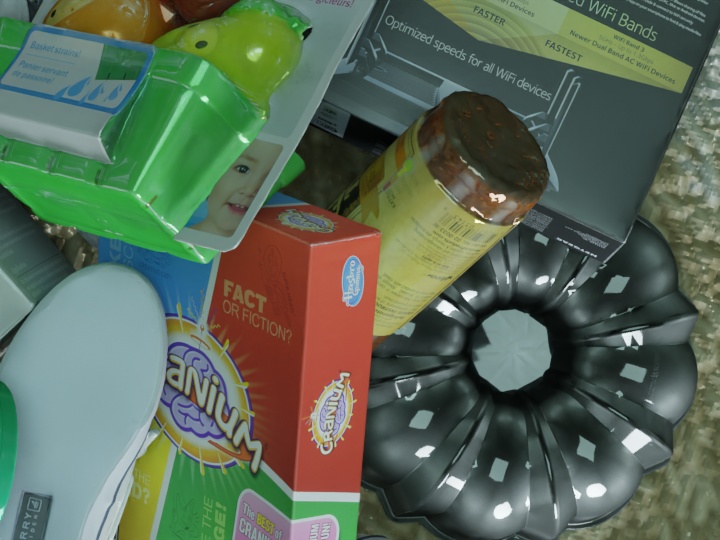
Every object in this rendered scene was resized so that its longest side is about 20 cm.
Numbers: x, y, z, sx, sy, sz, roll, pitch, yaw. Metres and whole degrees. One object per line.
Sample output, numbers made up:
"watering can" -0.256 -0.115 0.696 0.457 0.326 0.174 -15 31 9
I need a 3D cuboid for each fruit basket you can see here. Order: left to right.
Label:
"fruit basket" -0.077 -0.111 0.985 0.185 0.094 0.200 16 76 39

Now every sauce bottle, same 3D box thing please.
"sauce bottle" 0.000 0.000 1.030 0.066 0.066 0.200 46 124 -3

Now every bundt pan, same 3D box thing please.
"bundt pan" 0.074 0.039 1.110 0.201 0.076 0.202 0 89 -6

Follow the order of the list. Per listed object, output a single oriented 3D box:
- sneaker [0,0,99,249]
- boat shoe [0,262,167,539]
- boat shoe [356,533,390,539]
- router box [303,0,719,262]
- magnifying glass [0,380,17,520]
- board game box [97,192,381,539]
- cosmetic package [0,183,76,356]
"sneaker" -0.124 -0.118 1.099 0.114 0.075 0.200 -26 92 -11
"boat shoe" -0.133 0.096 1.036 0.074 0.086 0.202 13 87 -2
"boat shoe" 0.048 0.193 1.109 0.074 0.065 0.200 -43 113 -12
"router box" 0.059 -0.118 1.063 0.200 0.052 0.158 26 79 0
"magnifying glass" -0.199 0.100 1.027 0.022 0.200 0.080 11 68 -27
"board game box" -0.062 0.060 1.033 0.040 0.153 0.201 -11 113 -40
"cosmetic package" -0.229 -0.040 1.062 0.090 0.107 0.200 -42 90 9
